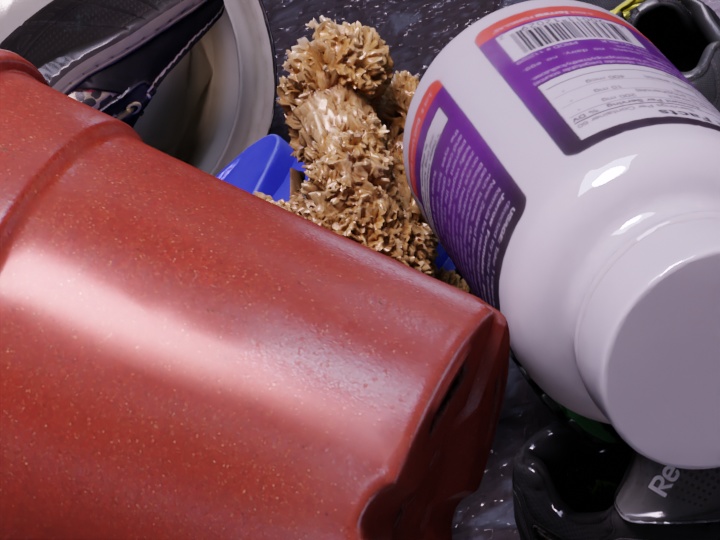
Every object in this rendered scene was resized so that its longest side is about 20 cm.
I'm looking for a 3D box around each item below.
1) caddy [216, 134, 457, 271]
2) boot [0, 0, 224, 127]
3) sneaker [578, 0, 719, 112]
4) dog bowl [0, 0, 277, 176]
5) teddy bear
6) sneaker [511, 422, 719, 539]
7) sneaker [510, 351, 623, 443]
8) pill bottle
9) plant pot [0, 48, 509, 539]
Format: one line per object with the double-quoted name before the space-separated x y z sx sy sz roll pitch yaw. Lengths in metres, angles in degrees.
"caddy" -0.026 0.016 1.179 0.141 0.105 0.200 -26 22 47
"boot" -0.122 -0.040 1.274 0.073 0.151 0.200 15 49 46
"sneaker" 0.142 -0.101 1.254 0.074 0.085 0.200 -25 32 -4
"dog bowl" -0.146 -0.097 1.349 0.200 0.200 0.074 -30 14 -10
"teddy bear" 0.000 0.000 1.052 0.067 0.145 0.200 -2 48 26
"sneaker" 0.133 0.094 0.965 0.200 0.091 0.067 4 42 37
"sneaker" 0.098 -0.006 1.105 0.085 0.078 0.200 -26 51 20
"pill bottle" 0.092 -0.013 0.967 0.111 0.112 0.200 -25 30 -2
"plant pot" -0.065 0.051 0.908 0.195 0.201 0.201 19 46 14
